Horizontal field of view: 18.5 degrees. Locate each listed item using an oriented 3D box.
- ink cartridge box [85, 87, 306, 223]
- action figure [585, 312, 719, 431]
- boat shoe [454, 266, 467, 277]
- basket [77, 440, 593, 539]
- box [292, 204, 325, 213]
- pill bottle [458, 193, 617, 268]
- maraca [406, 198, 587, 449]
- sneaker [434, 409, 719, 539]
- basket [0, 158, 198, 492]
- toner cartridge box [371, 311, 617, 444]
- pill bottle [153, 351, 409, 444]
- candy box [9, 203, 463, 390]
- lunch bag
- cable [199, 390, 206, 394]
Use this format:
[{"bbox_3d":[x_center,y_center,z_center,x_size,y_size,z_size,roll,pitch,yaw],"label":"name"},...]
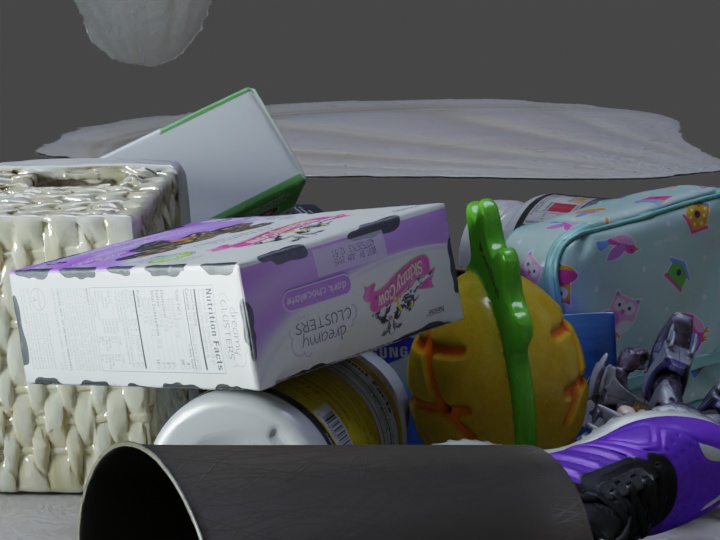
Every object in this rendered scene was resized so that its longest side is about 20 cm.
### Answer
[{"bbox_3d":[-0.133,-0.031,1.588,0.144,0.084,0.200,-28,-12,-19],"label":"ink cartridge box"},{"bbox_3d":[0.201,0.090,1.364,0.130,0.070,0.200,34,15,2],"label":"action figure"},{"bbox_3d":[0.027,0.023,1.564,0.199,0.072,0.076,1,46,25],"label":"boat shoe"},{"bbox_3d":[-0.006,0.141,0.998,0.199,0.137,0.180,-2,13,-27],"label":"basket"},{"bbox_3d":[-0.107,0.012,1.802,0.181,0.105,0.200,-2,10,-11],"label":"box"},{"bbox_3d":[0.187,-0.005,1.833,0.199,0.117,0.116,8,14,42],"label":"pill bottle"},{"bbox_3d":[0.081,0.051,1.306,0.106,0.201,0.137,-12,41,-10],"label":"maraca"},{"bbox_3d":[0.128,0.131,1.193,0.199,0.070,0.100,-8,19,-18],"label":"sneaker"},{"bbox_3d":[-0.181,0.038,1.416,0.135,0.201,0.123,-1,16,6],"label":"basket"},{"bbox_3d":[0.065,0.078,1.416,0.199,0.096,0.043,-3,-3,-8],"label":"toner cartridge box"},{"bbox_3d":[-0.037,0.102,1.263,0.111,0.112,0.200,2,10,18],"label":"pill bottle"},{"bbox_3d":[-0.071,0.014,1.257,0.199,0.072,0.167,-2,10,44],"label":"candy box"},{"bbox_3d":[0.198,0.030,1.528,0.199,0.161,0.077,-14,10,-30],"label":"lunch bag"},{"bbox_3d":[-0.109,0.092,1.571,0.199,0.051,0.097,-9,4,14],"label":"cable"}]
